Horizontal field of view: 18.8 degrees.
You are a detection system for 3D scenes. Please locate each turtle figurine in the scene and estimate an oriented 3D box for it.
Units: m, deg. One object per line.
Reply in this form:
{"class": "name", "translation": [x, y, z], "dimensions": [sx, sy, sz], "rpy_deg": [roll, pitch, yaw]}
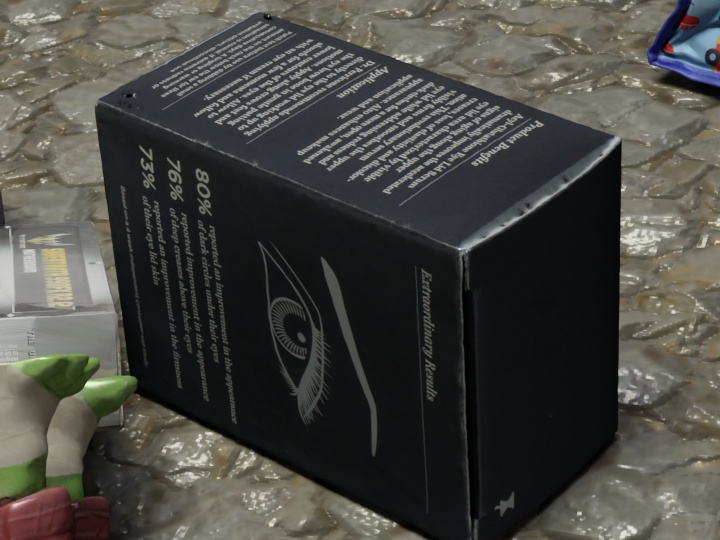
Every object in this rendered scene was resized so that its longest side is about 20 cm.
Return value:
{"class": "turtle figurine", "translation": [-0.068, 0.125, 0.692], "dimensions": [0.200, 0.194, 0.144], "rpy_deg": [-14, -13, 37]}

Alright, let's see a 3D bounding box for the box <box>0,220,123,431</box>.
{"class": "box", "translation": [-0.182, 0.023, 0.892], "dimensions": [0.158, 0.048, 0.200], "rpy_deg": [-3, 12, -10]}

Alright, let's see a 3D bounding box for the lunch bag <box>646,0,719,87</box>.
{"class": "lunch bag", "translation": [0.279, -0.132, 1.135], "dimensions": [0.200, 0.094, 0.151], "rpy_deg": [29, 44, 22]}

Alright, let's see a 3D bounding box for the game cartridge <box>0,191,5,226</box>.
{"class": "game cartridge", "translation": [-0.268, -0.065, 1.033], "dimensions": [0.200, 0.130, 0.038], "rpy_deg": [8, 36, 18]}

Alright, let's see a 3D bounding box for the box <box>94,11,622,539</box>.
{"class": "box", "translation": [0.000, 0.000, 0.892], "dimensions": [0.200, 0.148, 0.104], "rpy_deg": [24, 42, 33]}
